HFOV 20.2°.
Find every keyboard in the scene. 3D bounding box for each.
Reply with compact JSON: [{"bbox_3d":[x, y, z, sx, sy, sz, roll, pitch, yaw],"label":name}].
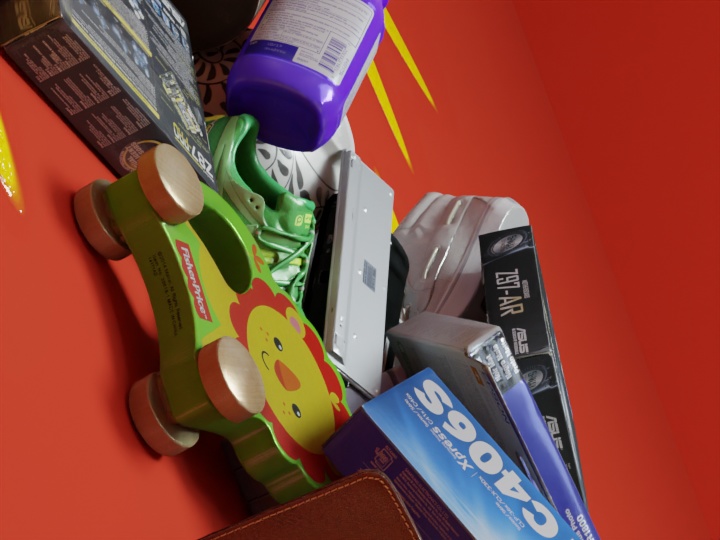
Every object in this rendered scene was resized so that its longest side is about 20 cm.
[{"bbox_3d":[0.000,0.000,1.390,0.056,0.011,0.201,46,33,-35],"label":"keyboard"}]

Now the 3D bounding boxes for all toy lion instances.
[{"bbox_3d":[-0.071,0.041,1.200,0.191,0.068,0.201,22,44,-60],"label":"toy lion"}]

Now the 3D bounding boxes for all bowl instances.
[{"bbox_3d":[-0.064,-0.102,1.476,0.201,0.094,0.201,60,15,-28],"label":"bowl"}]

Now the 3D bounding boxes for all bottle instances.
[{"bbox_3d":[-0.027,-0.170,1.414,0.065,0.083,0.201,102,8,-49],"label":"bottle"}]

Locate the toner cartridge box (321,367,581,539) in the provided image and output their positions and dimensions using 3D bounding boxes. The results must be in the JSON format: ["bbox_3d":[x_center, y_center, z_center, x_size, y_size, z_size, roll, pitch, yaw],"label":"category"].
[{"bbox_3d":[0.073,0.154,1.190,0.200,0.043,0.095,48,29,9],"label":"toner cartridge box"}]

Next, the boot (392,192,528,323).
[{"bbox_3d":[0.054,0.026,1.583,0.201,0.095,0.074,-63,144,-28],"label":"boot"}]

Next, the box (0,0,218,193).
[{"bbox_3d":[-0.162,-0.150,1.267,0.200,0.049,0.162,50,19,-51],"label":"box"}]

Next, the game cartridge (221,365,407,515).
[{"bbox_3d":[-0.004,0.143,1.306,0.200,0.038,0.130,-17,85,-59],"label":"game cartridge"}]

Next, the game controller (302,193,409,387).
[{"bbox_3d":[-0.008,0.046,1.435,0.104,0.042,0.201,56,38,-50],"label":"game controller"}]

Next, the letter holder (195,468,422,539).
[{"bbox_3d":[0.002,0.221,1.066,0.201,0.141,0.101,70,14,17],"label":"letter holder"}]

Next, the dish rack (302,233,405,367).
[{"bbox_3d":[-0.009,0.036,1.569,0.172,0.043,0.201,57,16,-38],"label":"dish rack"}]

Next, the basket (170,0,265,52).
[{"bbox_3d":[-0.110,-0.255,1.452,0.200,0.179,0.137,-76,160,-53],"label":"basket"}]

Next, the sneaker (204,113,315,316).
[{"bbox_3d":[-0.064,-0.012,1.335,0.201,0.083,0.074,66,15,4],"label":"sneaker"}]

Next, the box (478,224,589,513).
[{"bbox_3d":[0.132,0.093,1.522,0.161,0.043,0.201,-92,169,-56],"label":"box"}]

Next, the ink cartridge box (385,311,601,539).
[{"bbox_3d":[0.105,0.127,1.374,0.200,0.040,0.200,64,-14,-13],"label":"ink cartridge box"}]
